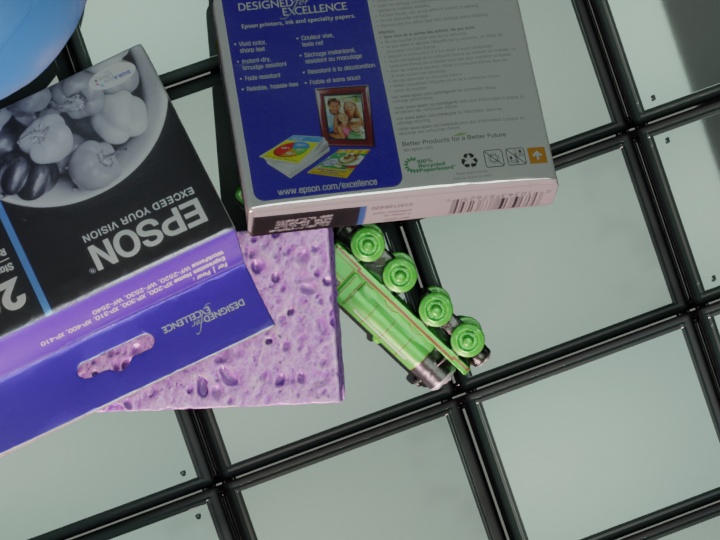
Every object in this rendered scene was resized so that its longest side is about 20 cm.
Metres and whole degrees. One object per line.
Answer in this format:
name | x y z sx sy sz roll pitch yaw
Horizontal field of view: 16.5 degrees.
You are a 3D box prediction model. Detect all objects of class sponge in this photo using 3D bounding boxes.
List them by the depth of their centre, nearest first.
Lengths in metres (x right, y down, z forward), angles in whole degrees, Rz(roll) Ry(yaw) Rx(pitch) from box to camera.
sponge | -0.112 0.032 1.556 0.199 0.030 0.112 -3 90 4

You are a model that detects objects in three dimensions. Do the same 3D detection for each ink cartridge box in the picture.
ink cartridge box | -0.181 -0.013 1.521 0.197 0.043 0.201 -26 70 -7
ink cartridge box | 0.010 -0.126 1.568 0.196 0.047 0.201 -6 63 -8

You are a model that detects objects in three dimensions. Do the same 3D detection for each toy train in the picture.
toy train | 0.000 0.000 1.586 0.200 0.042 0.056 44 95 -6

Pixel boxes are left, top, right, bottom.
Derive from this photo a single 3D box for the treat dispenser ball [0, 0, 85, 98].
treat dispenser ball | -0.257 -0.192 1.458 0.200 0.201 0.202 0 91 -8
